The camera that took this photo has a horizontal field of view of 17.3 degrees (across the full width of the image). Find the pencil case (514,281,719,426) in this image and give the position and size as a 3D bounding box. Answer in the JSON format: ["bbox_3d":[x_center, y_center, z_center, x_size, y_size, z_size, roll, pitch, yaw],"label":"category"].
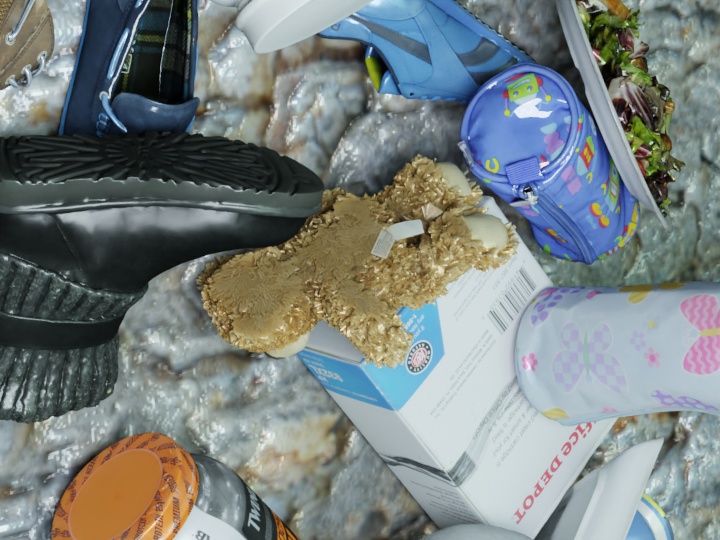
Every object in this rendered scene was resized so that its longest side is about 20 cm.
[{"bbox_3d":[0.192,0.052,1.480,0.083,0.199,0.091,-21,104,-45],"label":"pencil case"}]

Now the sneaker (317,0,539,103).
[{"bbox_3d":[0.048,-0.137,1.526,0.200,0.066,0.079,30,94,-39],"label":"sneaker"}]

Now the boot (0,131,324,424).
[{"bbox_3d":[-0.130,0.005,1.350,0.210,0.080,0.159,1,116,-10],"label":"boot"}]

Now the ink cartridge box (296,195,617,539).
[{"bbox_3d":[0.069,0.066,1.563,0.145,0.084,0.200,-52,125,-21],"label":"ink cartridge box"}]

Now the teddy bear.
[{"bbox_3d":[0.000,0.000,1.464,0.200,0.145,0.067,-39,150,-23],"label":"teddy bear"}]

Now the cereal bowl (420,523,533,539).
[{"bbox_3d":[0.041,0.252,1.495,0.083,0.200,0.201,20,87,-17],"label":"cereal bowl"}]

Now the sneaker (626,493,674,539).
[{"bbox_3d":[0.189,0.258,1.711,0.082,0.074,0.201,-24,106,-31],"label":"sneaker"}]

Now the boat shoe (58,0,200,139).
[{"bbox_3d":[-0.133,-0.098,1.380,0.084,0.069,0.201,-7,104,-37],"label":"boat shoe"}]

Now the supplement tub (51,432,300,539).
[{"bbox_3d":[-0.090,0.195,1.440,0.123,0.122,0.200,-52,126,-17],"label":"supplement tub"}]

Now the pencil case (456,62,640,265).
[{"bbox_3d":[0.125,-0.063,1.535,0.200,0.078,0.087,40,47,-66],"label":"pencil case"}]

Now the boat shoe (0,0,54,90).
[{"bbox_3d":[-0.206,-0.135,1.313,0.072,0.072,0.201,29,81,-40],"label":"boat shoe"}]

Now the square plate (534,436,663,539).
[{"bbox_3d":[0.121,0.213,1.563,0.028,0.200,0.199,28,66,-4],"label":"square plate"}]

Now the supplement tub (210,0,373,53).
[{"bbox_3d":[-0.056,-0.237,1.321,0.144,0.144,0.201,-27,86,-31],"label":"supplement tub"}]

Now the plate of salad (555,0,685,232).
[{"bbox_3d":[0.176,-0.122,1.558,0.048,0.200,0.201,-21,119,10],"label":"plate of salad"}]
